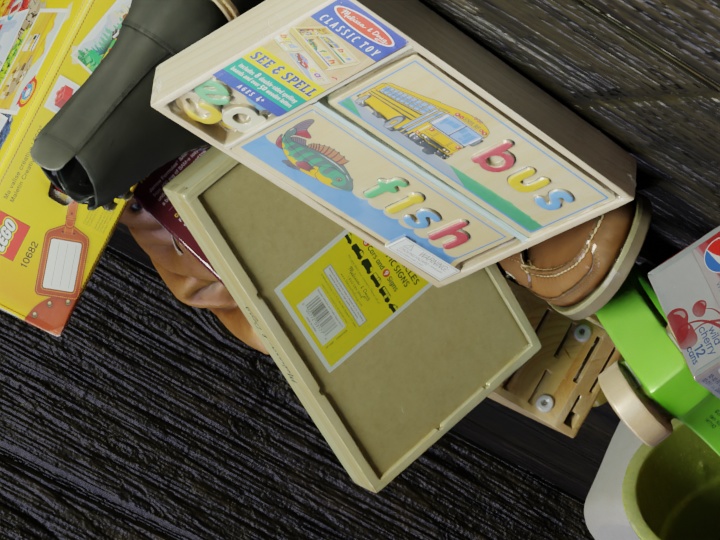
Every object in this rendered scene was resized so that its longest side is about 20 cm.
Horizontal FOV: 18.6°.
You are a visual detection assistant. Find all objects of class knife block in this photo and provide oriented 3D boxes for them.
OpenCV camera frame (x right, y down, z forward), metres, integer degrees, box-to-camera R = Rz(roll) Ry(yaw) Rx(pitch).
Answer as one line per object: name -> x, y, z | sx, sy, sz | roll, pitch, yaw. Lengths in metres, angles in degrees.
knife block -> 0.063, 0.033, 1.341 | 0.200, 0.064, 0.176 | 29, 177, 13

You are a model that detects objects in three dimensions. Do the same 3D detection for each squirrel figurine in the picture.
squirrel figurine -> -0.131, -0.060, 1.398 | 0.200, 0.142, 0.187 | 33, -173, 33

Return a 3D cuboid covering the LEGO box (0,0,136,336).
LEGO box -> -0.178, -0.077, 1.236 | 0.077, 0.200, 0.149 | 29, 173, -28

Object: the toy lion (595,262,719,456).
toy lion -> 0.188, 0.056, 1.235 | 0.200, 0.069, 0.192 | 42, -166, -35

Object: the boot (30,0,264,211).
boot -> -0.102, -0.070, 1.121 | 0.077, 0.139, 0.200 | 28, 163, 24

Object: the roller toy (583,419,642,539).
roller toy -> 0.262, 0.155, 1.575 | 0.200, 0.140, 0.182 | 31, 162, -14

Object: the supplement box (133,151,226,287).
supplement box -> -0.033, -0.023, 1.244 | 0.200, 0.109, 0.061 | 44, 180, 12

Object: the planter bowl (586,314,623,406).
planter bowl -> 0.122, 0.035, 1.437 | 0.200, 0.084, 0.200 | 27, 174, 3

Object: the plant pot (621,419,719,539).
plant pot -> 0.266, 0.203, 1.329 | 0.200, 0.200, 0.190 | 21, 131, 43

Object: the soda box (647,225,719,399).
soda box -> 0.225, 0.047, 1.101 | 0.200, 0.063, 0.070 | 33, -151, -47

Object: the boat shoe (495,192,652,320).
boat shoe -> 0.091, -0.021, 1.167 | 0.068, 0.072, 0.200 | 27, 173, -12

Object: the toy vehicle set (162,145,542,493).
toy vehicle set -> 0.000, 0.000, 1.135 | 0.200, 0.124, 0.026 | 59, 162, -24

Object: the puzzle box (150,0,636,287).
puzzle box -> 0.018, -0.065, 1.038 | 0.200, 0.025, 0.133 | 31, 139, -33
